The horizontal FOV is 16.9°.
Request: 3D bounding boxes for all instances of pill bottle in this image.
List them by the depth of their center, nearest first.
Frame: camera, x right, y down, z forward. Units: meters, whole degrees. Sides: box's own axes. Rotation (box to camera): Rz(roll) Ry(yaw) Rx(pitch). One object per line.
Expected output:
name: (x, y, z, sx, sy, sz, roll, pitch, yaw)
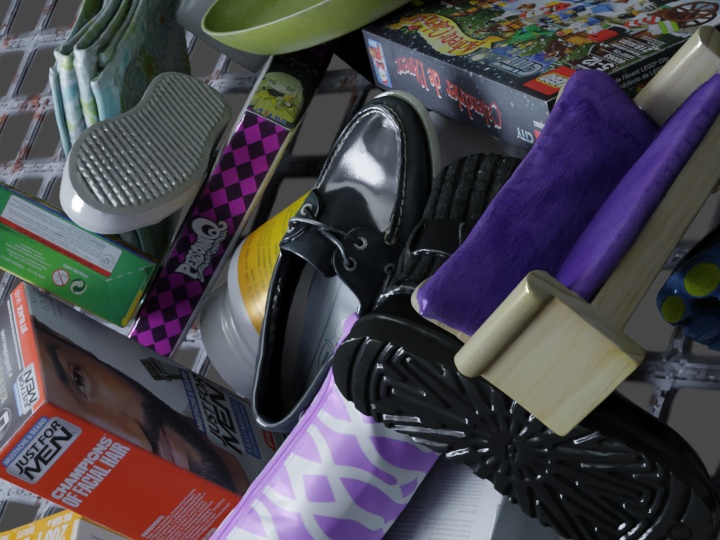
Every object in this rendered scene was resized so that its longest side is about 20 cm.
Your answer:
pill bottle: (0.000, 0.000, 1.392, 0.200, 0.109, 0.109, -34, 41, 34)

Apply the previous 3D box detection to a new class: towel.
towel: (-0.148, -0.104, 1.594, 0.048, 0.200, 0.171, 2, 40, 12)

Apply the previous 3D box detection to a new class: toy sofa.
toy sofa: (0.116, -0.030, 1.141, 0.200, 0.098, 0.083, -52, 2, -36)

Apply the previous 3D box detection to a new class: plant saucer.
plant saucer: (0.000, -0.180, 1.450, 0.200, 0.031, 0.200, -26, 19, 9)

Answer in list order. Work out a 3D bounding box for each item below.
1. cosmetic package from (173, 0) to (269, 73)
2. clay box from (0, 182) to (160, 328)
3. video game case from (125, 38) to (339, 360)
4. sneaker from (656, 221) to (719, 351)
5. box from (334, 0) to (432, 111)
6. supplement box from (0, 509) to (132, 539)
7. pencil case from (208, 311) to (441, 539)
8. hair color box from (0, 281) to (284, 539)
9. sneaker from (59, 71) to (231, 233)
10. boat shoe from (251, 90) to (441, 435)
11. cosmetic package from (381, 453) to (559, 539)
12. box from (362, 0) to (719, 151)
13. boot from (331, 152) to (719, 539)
cosmetic package: (-0.069, -0.226, 1.645, 0.102, 0.074, 0.200, -50, 20, 21)
clay box: (-0.183, -0.012, 1.479, 0.048, 0.115, 0.200, -63, 5, 0)
video game case: (-0.079, -0.052, 1.502, 0.200, 0.036, 0.181, -60, 4, 30)
sneaker: (0.225, -0.032, 1.166, 0.200, 0.071, 0.083, -46, 11, 27)
box: (0.051, -0.186, 1.523, 0.160, 0.044, 0.200, -56, 33, 7)
supplement box: (-0.199, 0.257, 1.498, 0.126, 0.073, 0.200, -22, 49, 44)
pencil case: (-0.029, 0.122, 1.268, 0.200, 0.085, 0.084, -54, 19, 8)
hair color box: (-0.128, 0.099, 1.405, 0.064, 0.200, 0.111, -47, 36, 21)
sneaker: (-0.132, -0.049, 1.442, 0.082, 0.074, 0.200, -64, -6, 26)
boat shoe: (-0.016, 0.000, 1.292, 0.074, 0.066, 0.200, 34, 113, 33)
cosmetic package: (0.021, 0.148, 1.304, 0.200, 0.052, 0.151, -3, 61, 52)
box: (0.108, -0.122, 1.332, 0.136, 0.038, 0.200, -24, 26, -21)
boot: (0.105, 0.036, 1.207, 0.158, 0.211, 0.079, -54, -9, -41)
